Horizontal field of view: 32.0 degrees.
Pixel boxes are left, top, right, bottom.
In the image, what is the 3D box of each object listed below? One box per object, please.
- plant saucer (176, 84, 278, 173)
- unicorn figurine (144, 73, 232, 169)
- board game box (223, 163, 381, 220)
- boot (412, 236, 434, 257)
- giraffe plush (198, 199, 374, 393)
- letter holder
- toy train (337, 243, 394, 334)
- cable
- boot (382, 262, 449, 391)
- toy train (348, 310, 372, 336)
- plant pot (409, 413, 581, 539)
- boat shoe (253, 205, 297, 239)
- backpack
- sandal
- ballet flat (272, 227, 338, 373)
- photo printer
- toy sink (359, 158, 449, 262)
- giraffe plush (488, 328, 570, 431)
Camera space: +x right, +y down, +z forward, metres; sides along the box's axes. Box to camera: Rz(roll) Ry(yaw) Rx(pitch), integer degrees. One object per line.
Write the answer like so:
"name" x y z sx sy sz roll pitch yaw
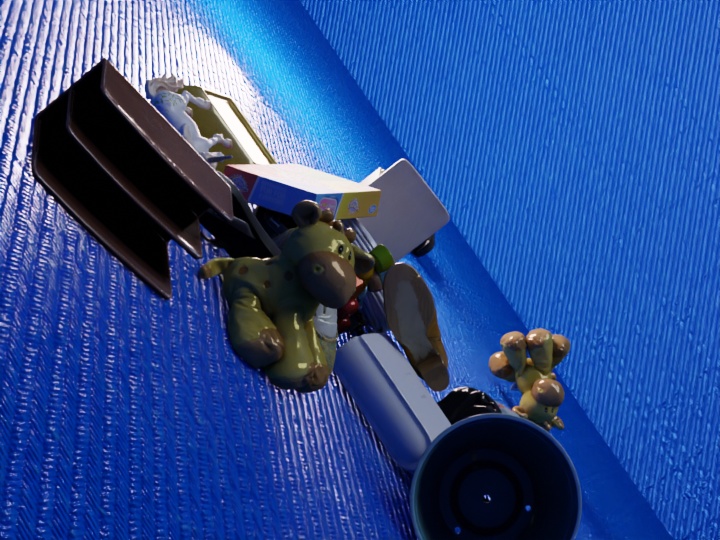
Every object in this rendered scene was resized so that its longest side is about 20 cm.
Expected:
"plant saucer" -0.194 -0.197 1.872 0.201 0.048 0.200 55 12 6
"unicorn figurine" -0.224 -0.180 1.667 0.200 0.074 0.137 42 17 16
"board game box" -0.081 -0.111 1.774 0.152 0.041 0.200 19 13 24
"boot" 0.098 -0.139 2.818 0.169 0.076 0.201 53 16 -22
"giraffe plush" -0.066 0.017 1.436 0.201 0.162 0.172 58 12 22
"letter holder" -0.227 -0.087 1.269 0.200 0.100 0.143 47 15 -30
"toy train" -0.003 0.003 1.680 0.085 0.115 0.200 55 -21 12
"cable" 0.000 0.000 1.887 0.200 0.069 0.201 54 -9 32
"boot" 0.069 0.065 1.760 0.144 0.070 0.203 -116 -176 -71
"toy train" -0.018 0.058 1.851 0.201 0.034 0.046 57 8 15
"plant pot" 0.160 0.279 1.538 0.201 0.199 0.188 54 -3 8
"boat shoe" -0.106 -0.051 1.741 0.072 0.067 0.200 46 11 -23
"backpack" 0.207 0.277 1.875 0.200 0.126 0.167 49 8 -35
"sandal" -0.160 -0.052 1.520 0.200 0.076 0.043 48 39 -24
"ballet flat" -0.063 0.033 1.580 0.071 0.070 0.201 34 32 -59
"photo printer" 0.051 0.180 1.670 0.201 0.069 0.166 56 11 12
"toy sink" 0.035 -0.087 2.084 0.131 0.199 0.112 50 12 -9
"giraffe plush" 0.362 0.243 2.605 0.163 0.171 0.201 -101 -171 -45
